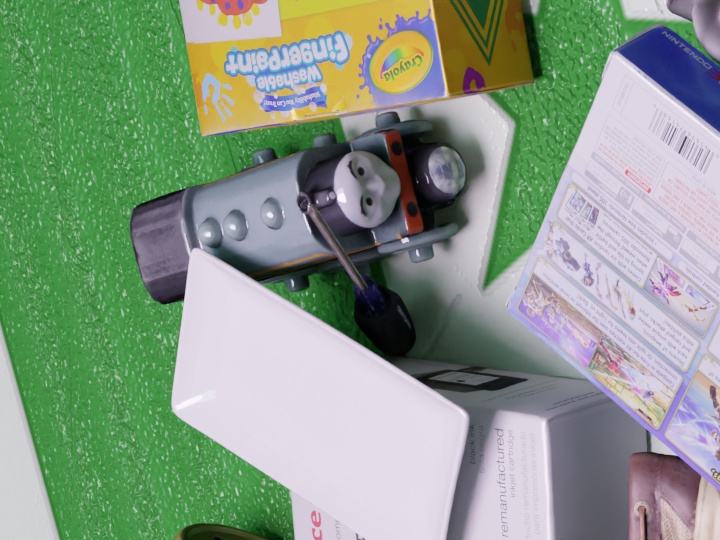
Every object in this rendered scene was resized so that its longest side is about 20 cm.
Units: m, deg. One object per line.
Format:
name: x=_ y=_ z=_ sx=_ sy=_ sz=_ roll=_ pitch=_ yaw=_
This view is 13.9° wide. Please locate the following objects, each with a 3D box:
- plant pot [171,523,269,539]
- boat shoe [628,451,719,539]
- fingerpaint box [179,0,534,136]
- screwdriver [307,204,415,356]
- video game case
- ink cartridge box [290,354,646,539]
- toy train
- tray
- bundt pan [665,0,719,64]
plant pot: x=-0.098 y=0.257 z=1.728 sx=0.187 sy=0.187 sz=0.201 roll=33 pitch=107 yaw=36
boat shoe: x=0.145 y=0.188 z=1.496 sx=0.072 sy=0.072 sz=0.201 roll=11 pitch=106 yaw=8
fingerpaint box: x=-0.011 y=-0.167 z=1.586 sx=0.200 sy=0.073 sz=0.168 roll=-7 pitch=94 yaw=47
screwdriver: x=0.000 y=0.000 z=1.561 sx=0.028 sy=0.029 sz=0.200 roll=28 pitch=163 yaw=23
video game case: x=0.178 y=0.011 z=1.411 sx=0.200 sy=0.045 sz=0.182 roll=41 pitch=137 yaw=20
ink cartridge box: x=0.055 y=0.130 z=1.583 sx=0.200 sy=0.083 sz=0.146 roll=5 pitch=104 yaw=45
toy train: x=-0.035 y=-0.030 z=1.615 sx=0.200 sy=0.114 sz=0.086 roll=-14 pitch=90 yaw=47
tray: x=-0.020 y=0.072 z=1.557 sx=0.200 sy=0.022 sz=0.108 roll=30 pitch=124 yaw=33
bundt pan: x=0.208 y=-0.172 z=1.358 sx=0.201 sy=0.076 sz=0.203 roll=13 pitch=108 yaw=44
